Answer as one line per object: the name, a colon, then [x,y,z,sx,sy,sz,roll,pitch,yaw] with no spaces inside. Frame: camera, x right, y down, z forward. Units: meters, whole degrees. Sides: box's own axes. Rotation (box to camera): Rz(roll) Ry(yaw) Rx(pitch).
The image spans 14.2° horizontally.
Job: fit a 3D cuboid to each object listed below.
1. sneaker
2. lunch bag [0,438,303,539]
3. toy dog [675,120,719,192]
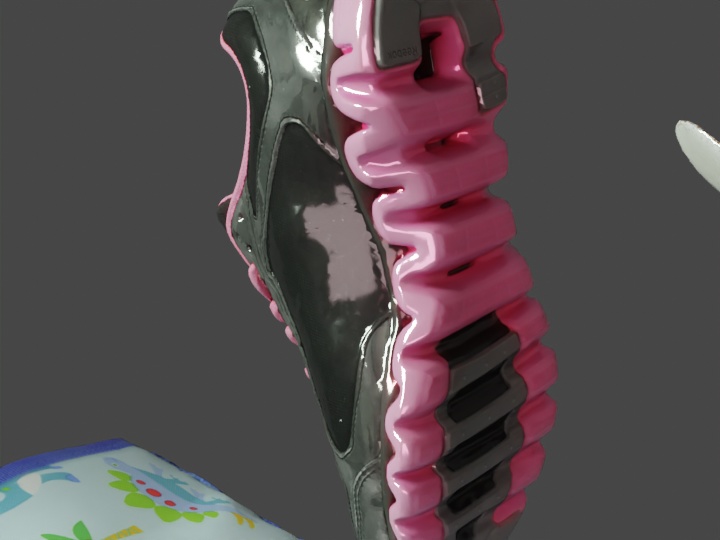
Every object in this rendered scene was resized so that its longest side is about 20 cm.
sneaker: [0.000,0.000,0.879,0.095,0.079,0.201,0,99,38]
lunch bag: [-0.067,0.142,0.813,0.169,0.200,0.128,27,139,25]
toy dog: [0.149,-0.020,0.778,0.131,0.200,0.097,-3,81,-8]
